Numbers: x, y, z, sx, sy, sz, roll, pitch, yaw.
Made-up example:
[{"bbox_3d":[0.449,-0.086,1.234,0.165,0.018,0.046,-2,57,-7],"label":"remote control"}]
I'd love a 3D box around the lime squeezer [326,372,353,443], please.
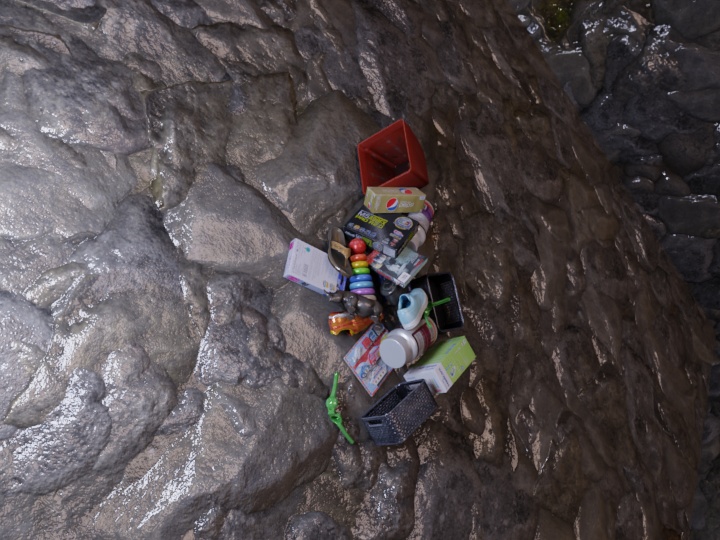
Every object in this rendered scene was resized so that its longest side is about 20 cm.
[{"bbox_3d":[-0.067,0.397,1.551,0.070,0.037,0.203,8,67,-71],"label":"lime squeezer"}]

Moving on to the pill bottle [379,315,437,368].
[{"bbox_3d":[0.150,0.222,1.719,0.199,0.113,0.116,-27,92,-51],"label":"pill bottle"}]

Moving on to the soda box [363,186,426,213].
[{"bbox_3d":[0.113,-0.231,1.793,0.197,0.065,0.068,-3,32,-30],"label":"soda box"}]

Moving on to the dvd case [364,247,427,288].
[{"bbox_3d":[0.096,-0.038,1.759,0.198,0.022,0.146,28,52,23],"label":"dvd case"}]

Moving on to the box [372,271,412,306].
[{"bbox_3d":[0.096,0.005,1.826,0.120,0.032,0.203,-18,86,-41],"label":"box"}]

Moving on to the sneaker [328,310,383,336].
[{"bbox_3d":[-0.015,0.157,1.669,0.198,0.073,0.079,-5,95,-33],"label":"sneaker"}]

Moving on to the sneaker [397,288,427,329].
[{"bbox_3d":[0.160,0.096,1.714,0.083,0.073,0.201,62,24,-21],"label":"sneaker"}]

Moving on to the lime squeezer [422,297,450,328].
[{"bbox_3d":[0.224,0.132,1.750,0.070,0.038,0.200,22,30,16],"label":"lime squeezer"}]

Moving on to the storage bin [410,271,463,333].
[{"bbox_3d":[0.261,0.115,1.880,0.134,0.093,0.203,-3,76,-39],"label":"storage bin"}]

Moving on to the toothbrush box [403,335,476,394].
[{"bbox_3d":[0.258,0.310,1.775,0.199,0.145,0.087,-35,98,-41],"label":"toothbrush box"}]

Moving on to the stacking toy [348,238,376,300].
[{"bbox_3d":[0.000,0.000,1.699,0.084,0.085,0.204,1,81,-38],"label":"stacking toy"}]

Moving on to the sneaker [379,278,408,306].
[{"bbox_3d":[0.127,0.034,1.781,0.091,0.075,0.201,59,45,-31],"label":"sneaker"}]

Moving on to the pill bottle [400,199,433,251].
[{"bbox_3d":[0.179,-0.148,1.880,0.111,0.111,0.201,41,47,-20],"label":"pill bottle"}]

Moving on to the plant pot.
[{"bbox_3d":[0.127,-0.355,1.872,0.175,0.198,0.203,20,56,-48],"label":"plant pot"}]

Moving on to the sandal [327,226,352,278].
[{"bbox_3d":[-0.057,-0.065,1.672,0.081,0.055,0.202,25,39,-31],"label":"sandal"}]

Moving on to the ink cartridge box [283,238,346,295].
[{"bbox_3d":[-0.129,0.000,1.637,0.198,0.042,0.121,25,59,-28],"label":"ink cartridge box"}]

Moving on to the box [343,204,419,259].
[{"bbox_3d":[0.066,-0.134,1.763,0.198,0.045,0.160,25,50,20],"label":"box"}]

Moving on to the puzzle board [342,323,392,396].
[{"bbox_3d":[0.047,0.266,1.704,0.152,0.017,0.200,54,50,-11],"label":"puzzle board"}]

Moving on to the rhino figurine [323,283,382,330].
[{"bbox_3d":[-0.020,0.099,1.603,0.198,0.060,0.088,25,36,-10],"label":"rhino figurine"}]

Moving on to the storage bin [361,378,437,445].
[{"bbox_3d":[0.116,0.417,1.615,0.199,0.135,0.095,-32,95,-41],"label":"storage bin"}]
